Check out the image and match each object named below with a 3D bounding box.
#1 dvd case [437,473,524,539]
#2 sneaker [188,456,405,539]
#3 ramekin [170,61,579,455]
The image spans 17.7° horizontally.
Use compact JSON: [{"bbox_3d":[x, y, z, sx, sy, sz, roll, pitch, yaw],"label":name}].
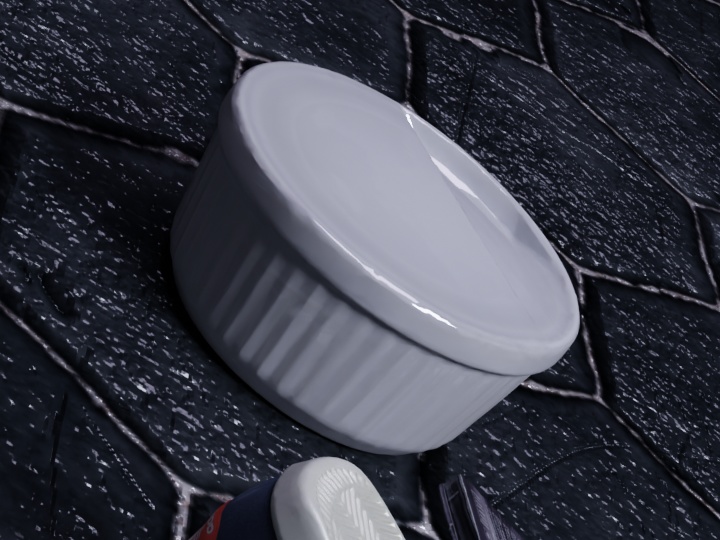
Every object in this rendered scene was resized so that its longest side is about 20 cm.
[{"bbox_3d":[0.102,0.189,0.935,0.200,0.016,0.149,47,16,-34],"label":"dvd case"},{"bbox_3d":[0.000,0.168,0.850,0.201,0.084,0.075,64,26,-5],"label":"sneaker"},{"bbox_3d":[0.000,0.000,1.103,0.202,0.094,0.203,31,25,-16],"label":"ramekin"}]
